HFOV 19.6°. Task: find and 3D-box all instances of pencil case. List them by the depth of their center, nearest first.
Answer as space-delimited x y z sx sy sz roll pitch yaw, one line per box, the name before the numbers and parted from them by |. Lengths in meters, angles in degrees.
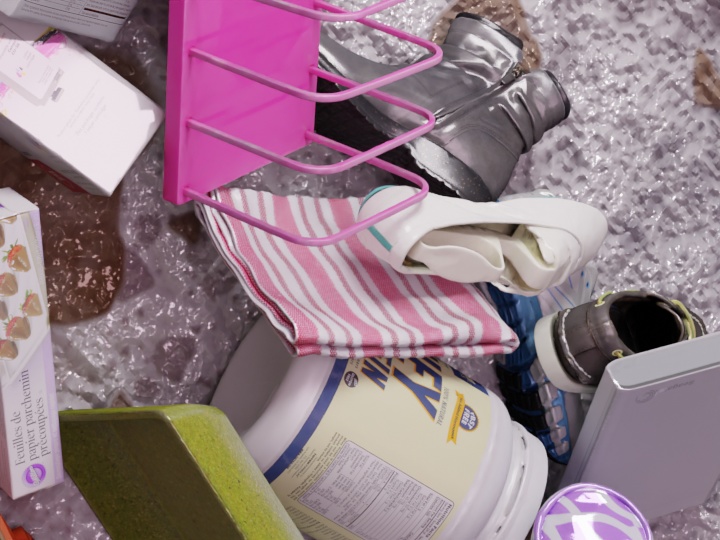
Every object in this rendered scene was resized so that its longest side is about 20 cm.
pencil case | 0.150 0.215 1.414 0.085 0.200 0.084 33 70 16

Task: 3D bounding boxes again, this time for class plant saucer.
plant saucer | -0.101 0.159 1.321 0.048 0.200 0.200 -39 106 -28

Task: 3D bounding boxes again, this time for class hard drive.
hard drive | 0.209 0.115 1.444 0.131 0.201 0.026 -14 57 -19

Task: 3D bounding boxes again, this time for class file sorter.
file sorter | -0.026 -0.135 1.260 0.139 0.125 0.201 -29 132 -47

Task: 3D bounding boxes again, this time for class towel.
towel | 0.000 0.000 1.347 0.199 0.147 0.030 2 130 -41

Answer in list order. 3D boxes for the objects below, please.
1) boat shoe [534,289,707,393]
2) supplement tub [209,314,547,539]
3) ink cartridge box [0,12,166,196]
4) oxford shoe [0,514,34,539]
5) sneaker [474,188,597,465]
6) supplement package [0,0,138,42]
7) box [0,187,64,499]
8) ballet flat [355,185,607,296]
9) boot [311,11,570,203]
boat shoe | 0.197 0.049 1.442 0.201 0.060 0.072 -2 71 -54
supplement tub | 0.010 0.117 1.381 0.199 0.145 0.146 31 83 -20
ink cartridge box | -0.228 -0.131 1.291 0.200 0.116 0.068 38 81 -17
oxford shoe | -0.262 0.165 1.324 0.072 0.071 0.200 -39 106 -9
sneaker | 0.137 0.036 1.464 0.086 0.075 0.201 -20 100 -24
supplement package | -0.188 -0.274 1.208 0.191 0.147 0.201 38 101 13
box | -0.219 0.047 1.306 0.039 0.041 0.201 -19 122 -30
ballet flat | 0.089 -0.012 1.363 0.199 0.069 0.070 6 92 -33
boot | 0.038 -0.132 1.423 0.200 0.070 0.132 41 65 -10
